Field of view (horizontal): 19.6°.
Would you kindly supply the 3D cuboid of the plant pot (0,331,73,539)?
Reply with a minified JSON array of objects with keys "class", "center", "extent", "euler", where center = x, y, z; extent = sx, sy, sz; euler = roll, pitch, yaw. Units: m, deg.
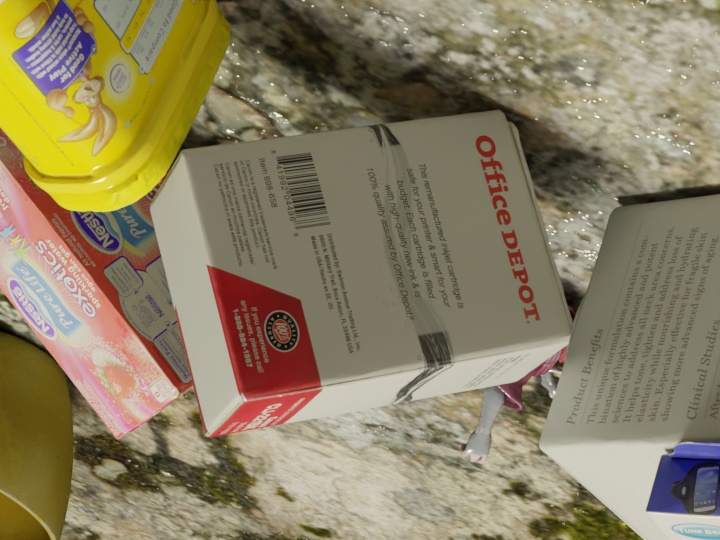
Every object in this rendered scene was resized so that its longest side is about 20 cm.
[{"class":"plant pot","center":[-0.318,0.133,1.733],"extent":[0.200,0.142,0.200],"euler":[17,153,9]}]

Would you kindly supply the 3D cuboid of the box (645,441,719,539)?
[{"class":"box","center":[0.239,0.152,1.110],"extent":[0.119,0.042,0.200],"euler":[-1,149,37]}]

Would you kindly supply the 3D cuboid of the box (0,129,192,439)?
[{"class":"box","center":[-0.162,-0.009,1.309],"extent":[0.200,0.103,0.095],"euler":[52,140,-2]}]

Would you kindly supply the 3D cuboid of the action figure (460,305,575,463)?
[{"class":"action figure","center":[0.079,0.038,1.361],"extent":[0.200,0.134,0.149],"euler":[0,105,14]}]

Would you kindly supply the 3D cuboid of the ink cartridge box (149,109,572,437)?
[{"class":"ink cartridge box","center":[0.000,0.000,1.164],"extent":[0.200,0.144,0.084],"euler":[-9,164,-22]}]

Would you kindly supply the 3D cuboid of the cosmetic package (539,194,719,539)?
[{"class":"cosmetic package","center":[0.242,0.064,1.174],"extent":[0.200,0.167,0.166],"euler":[-6,144,43]}]

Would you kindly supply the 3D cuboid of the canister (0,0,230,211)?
[{"class":"canister","center":[-0.166,-0.149,1.100],"extent":[0.086,0.149,0.200],"euler":[2,145,33]}]
